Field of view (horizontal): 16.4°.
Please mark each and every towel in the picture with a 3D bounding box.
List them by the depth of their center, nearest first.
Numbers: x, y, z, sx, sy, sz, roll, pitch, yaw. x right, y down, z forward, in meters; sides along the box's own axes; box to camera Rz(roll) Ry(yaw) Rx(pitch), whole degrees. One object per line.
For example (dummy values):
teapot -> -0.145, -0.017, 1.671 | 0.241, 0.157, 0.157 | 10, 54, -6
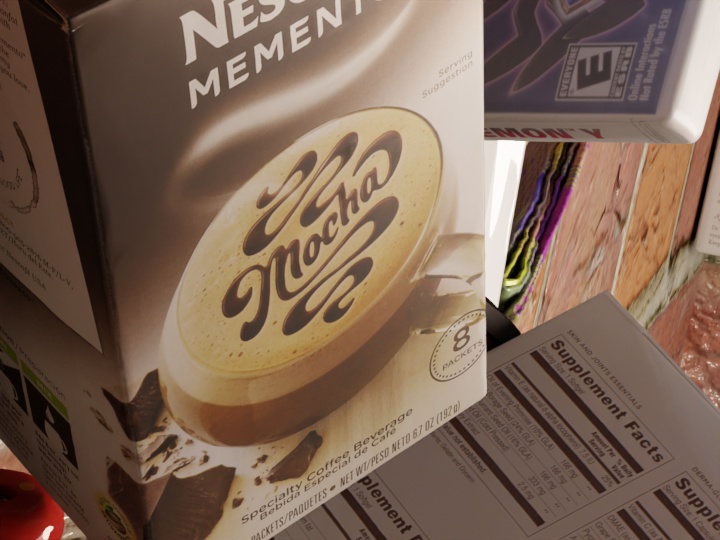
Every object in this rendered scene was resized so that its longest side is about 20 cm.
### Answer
towel -> 0.052, 0.009, 1.153 | 0.144, 0.023, 0.200 | -53, -175, 34

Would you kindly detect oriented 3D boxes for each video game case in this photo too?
video game case -> 0.057, -0.137, 0.813 | 0.023, 0.182, 0.201 | 30, 71, -44

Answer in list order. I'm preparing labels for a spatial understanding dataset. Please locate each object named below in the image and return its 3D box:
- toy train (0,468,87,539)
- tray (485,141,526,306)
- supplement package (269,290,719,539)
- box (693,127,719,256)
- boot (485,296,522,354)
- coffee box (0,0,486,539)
toy train -> -0.060, 0.104, 0.664 | 0.200, 0.115, 0.085 | -52, 154, -62
tray -> 0.038, -0.015, 0.956 | 0.107, 0.022, 0.201 | -39, 140, -70
supplement package -> 0.037, 0.141, 0.777 | 0.199, 0.151, 0.152 | -26, 140, -17
box -> 0.476, -0.094, 2.658 | 0.200, 0.198, 0.172 | -38, 140, -73
boot -> -0.032, 0.080, 0.832 | 0.200, 0.068, 0.188 | -47, 157, -4
coffee box -> -0.035, -0.028, 0.596 | 0.113, 0.080, 0.201 | -32, 143, -23
